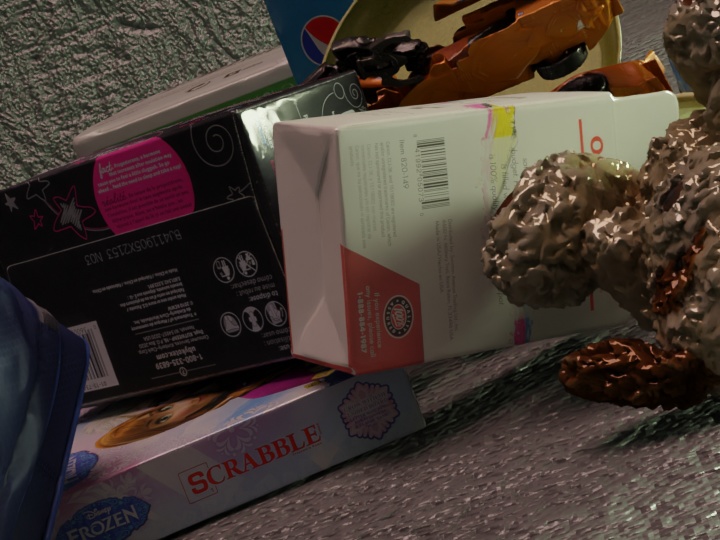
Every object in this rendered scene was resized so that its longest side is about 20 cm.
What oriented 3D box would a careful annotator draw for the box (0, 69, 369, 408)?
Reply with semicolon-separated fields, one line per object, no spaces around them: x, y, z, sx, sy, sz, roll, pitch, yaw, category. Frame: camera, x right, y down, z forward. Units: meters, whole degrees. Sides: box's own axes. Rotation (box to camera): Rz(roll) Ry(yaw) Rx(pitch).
-0.085;-0.013;1.044;0.199;0.133;0.115;-14;8;38;box

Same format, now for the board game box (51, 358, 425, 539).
-0.079;0.083;1.021;0.199;0.041;0.200;-22;9;-6;board game box

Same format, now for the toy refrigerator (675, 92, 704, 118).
0.194;-0.071;1.199;0.076;0.070;0.200;-24;9;-15;toy refrigerator

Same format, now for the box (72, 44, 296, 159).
-0.084;-0.072;1.511;0.198;0.172;0.200;-19;10;13;box

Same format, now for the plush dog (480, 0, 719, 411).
0.164;-0.011;0.828;0.200;0.160;0.172;-47;15;21;plush dog

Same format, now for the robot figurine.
0.063;-0.090;1.066;0.199;0.145;0.058;-21;31;19;robot figurine

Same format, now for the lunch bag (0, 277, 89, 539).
-0.208;0.092;0.877;0.135;0.132;0.201;-15;51;33;lunch bag

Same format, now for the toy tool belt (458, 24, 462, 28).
0.090;-0.134;1.245;0.123;0.124;0.200;-57;8;34;toy tool belt

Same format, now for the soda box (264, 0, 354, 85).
0.001;-0.126;1.292;0.064;0.201;0.068;-17;9;24;soda box

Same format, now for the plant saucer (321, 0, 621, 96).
0.067;-0.111;1.160;0.199;0.201;0.031;-18;-28;23;plant saucer

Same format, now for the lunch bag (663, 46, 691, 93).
0.327;-0.172;1.472;0.160;0.076;0.200;-20;10;-7;lunch bag

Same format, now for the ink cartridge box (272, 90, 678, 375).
0.063;-0.025;0.950;0.199;0.117;0.067;-8;9;-28;ink cartridge box
